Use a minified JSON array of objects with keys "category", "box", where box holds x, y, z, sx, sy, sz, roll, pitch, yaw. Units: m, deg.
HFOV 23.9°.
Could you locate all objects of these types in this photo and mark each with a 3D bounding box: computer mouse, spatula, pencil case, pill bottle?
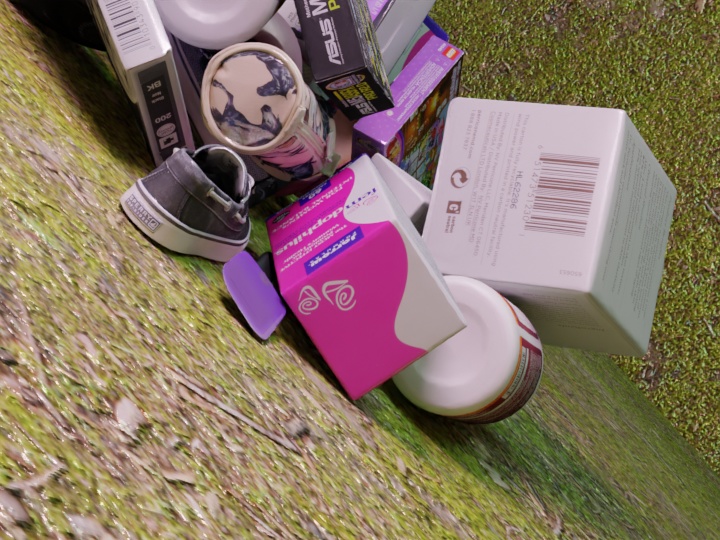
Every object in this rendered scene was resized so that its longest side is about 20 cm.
[{"category":"computer mouse","box":[-0.241,-0.221,1.423,0.200,0.052,0.139,44,21,-50]},{"category":"spatula","box":[-0.072,0.006,1.219,0.057,0.020,0.200,57,4,-6]},{"category":"pencil case","box":[-0.065,-0.116,1.279,0.089,0.079,0.200,21,-1,7]},{"category":"pill bottle","box":[0.093,0.071,1.407,0.110,0.110,0.200,47,4,16]},{"category":"pill bottle","box":[-0.106,-0.240,1.357,0.104,0.104,0.200,43,13,-8]}]

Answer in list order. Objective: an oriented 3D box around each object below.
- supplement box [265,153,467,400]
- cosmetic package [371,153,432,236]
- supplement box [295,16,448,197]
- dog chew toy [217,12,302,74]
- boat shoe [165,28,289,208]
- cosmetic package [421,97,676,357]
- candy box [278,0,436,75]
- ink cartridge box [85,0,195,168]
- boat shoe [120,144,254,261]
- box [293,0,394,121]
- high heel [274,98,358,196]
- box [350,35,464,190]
[{"category":"supplement box","box":[0.000,0.000,1.276,0.104,0.101,0.200,56,4,-19]},{"category":"cosmetic package","box":[0.042,-0.025,1.571,0.071,0.102,0.200,47,8,27]},{"category":"supplement box","box":[-0.020,-0.179,1.669,0.101,0.201,0.103,41,-18,-27]},{"category":"dog chew toy","box":[-0.132,-0.186,1.550,0.124,0.125,0.200,41,-11,-22]},{"category":"boat shoe","box":[-0.107,-0.155,1.419,0.201,0.092,0.075,63,-7,0]},{"category":"cosmetic package","box":[0.170,-0.036,1.516,0.165,0.169,0.200,6,-16,26]},{"category":"candy box","box":[-0.031,-0.282,1.588,0.199,0.169,0.072,28,-10,26]},{"category":"ink cartridge box","box":[-0.178,-0.184,1.305,0.200,0.043,0.199,83,-16,-64]},{"category":"boat shoe","box":[-0.106,-0.055,1.195,0.072,0.068,0.200,46,8,10]},{"category":"box","box":[-0.027,-0.233,1.358,0.160,0.044,0.202,31,44,-80]},{"category":"high heel","box":[-0.020,-0.118,1.543,0.095,0.199,0.068,9,-68,50]},{"category":"box","box":[0.040,-0.107,1.616,0.039,0.137,0.201,30,-31,17]}]
